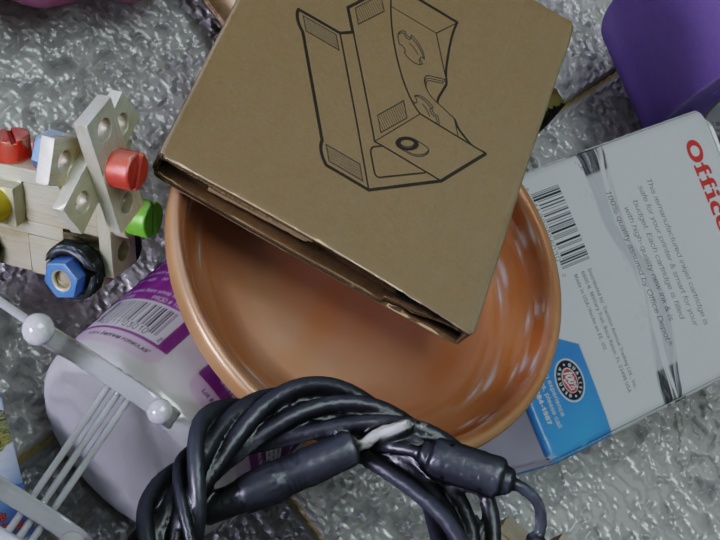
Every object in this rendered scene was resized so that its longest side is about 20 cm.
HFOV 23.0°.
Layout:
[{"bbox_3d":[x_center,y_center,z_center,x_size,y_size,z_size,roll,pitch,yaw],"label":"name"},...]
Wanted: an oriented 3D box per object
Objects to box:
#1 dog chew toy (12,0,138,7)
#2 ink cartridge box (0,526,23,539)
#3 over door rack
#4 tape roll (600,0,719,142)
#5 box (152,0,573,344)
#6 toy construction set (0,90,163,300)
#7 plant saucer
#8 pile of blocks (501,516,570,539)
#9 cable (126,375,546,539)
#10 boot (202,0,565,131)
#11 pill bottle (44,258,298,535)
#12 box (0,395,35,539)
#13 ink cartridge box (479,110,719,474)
[{"bbox_3d":[-0.174,-0.195,0.923,0.199,0.124,0.125,9,62,-33],"label":"dog chew toy"},{"bbox_3d":[-0.207,0.158,0.626,0.199,0.043,0.197,27,58,18],"label":"ink cartridge box"},{"bbox_3d":[-0.194,0.063,0.729,0.200,0.067,0.148,36,84,-9],"label":"over door rack"},{"bbox_3d":[0.254,-0.149,1.077,0.199,0.200,0.085,-12,71,-32],"label":"tape roll"},{"bbox_3d":[0.009,-0.084,0.841,0.163,0.021,0.201,29,54,-10],"label":"box"},{"bbox_3d":[-0.163,-0.057,0.831,0.199,0.132,0.092,22,35,36],"label":"toy construction set"},{"bbox_3d":[0.000,0.000,0.828,0.199,0.037,0.201,12,61,-21],"label":"plant saucer"},{"bbox_3d":[0.099,0.220,0.895,0.082,0.062,0.201,-6,69,-30],"label":"pile of blocks"},{"bbox_3d":[-0.023,0.138,0.703,0.163,0.051,0.201,30,69,3],"label":"cable"},{"bbox_3d":[0.007,-0.142,1.024,0.175,0.066,0.201,-24,78,-35],"label":"boot"},{"bbox_3d":[-0.053,0.030,0.877,0.112,0.112,0.200,47,54,0],"label":"pill bottle"},{"bbox_3d":[-0.257,0.081,0.786,0.199,0.038,0.137,-8,71,-31],"label":"box"},{"bbox_3d":[0.127,0.012,0.987,0.199,0.086,0.147,-21,87,-35],"label":"ink cartridge box"}]
